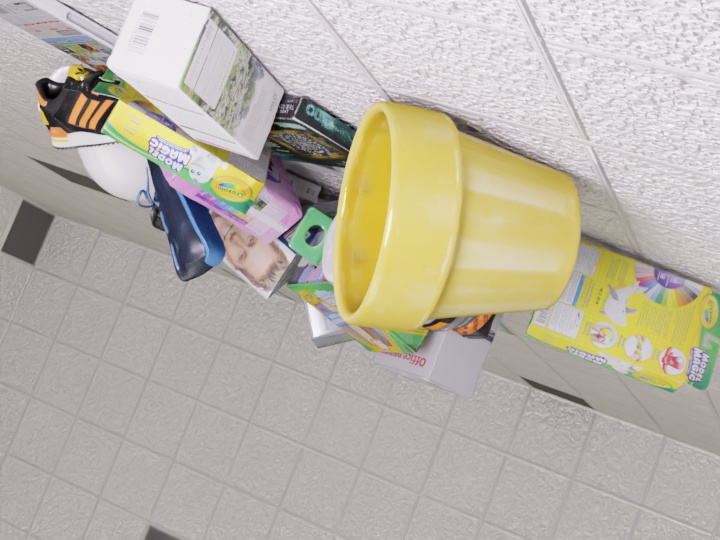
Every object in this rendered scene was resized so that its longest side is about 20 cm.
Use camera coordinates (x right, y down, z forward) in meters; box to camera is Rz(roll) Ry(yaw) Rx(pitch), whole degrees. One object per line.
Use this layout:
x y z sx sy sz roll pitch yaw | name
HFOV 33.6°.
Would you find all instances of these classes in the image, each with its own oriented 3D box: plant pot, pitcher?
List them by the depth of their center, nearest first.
0.088 -0.040 1.081 0.187 0.202 0.201 7 177 -14 | plant pot
-0.295 -0.170 1.539 0.171 0.122 0.200 13 158 26 | pitcher

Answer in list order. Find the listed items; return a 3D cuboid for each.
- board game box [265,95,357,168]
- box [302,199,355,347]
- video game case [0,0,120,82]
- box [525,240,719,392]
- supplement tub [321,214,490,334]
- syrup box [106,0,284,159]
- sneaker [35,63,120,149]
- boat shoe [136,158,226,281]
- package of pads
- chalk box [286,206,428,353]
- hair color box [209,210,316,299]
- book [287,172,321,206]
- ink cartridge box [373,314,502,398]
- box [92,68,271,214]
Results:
-0.075 -0.153 1.308 0.135 0.028 0.199 28 172 -38 | board game box
-0.037 0.007 1.710 0.104 0.185 0.200 -12 173 -2 | box
-0.308 -0.254 1.305 0.199 0.018 0.143 27 171 -37 | video game case
0.293 0.050 1.298 0.199 0.118 0.048 21 162 8 | box
0.064 -0.004 1.416 0.199 0.123 0.122 25 173 -27 | supplement tub
-0.149 -0.180 1.125 0.081 0.079 0.200 19 173 19 | syrup box
-0.303 -0.197 1.376 0.199 0.070 0.090 -4 119 37 | sneaker
-0.229 -0.074 1.430 0.084 0.069 0.201 34 -157 -45 | boat shoe
-0.166 -0.125 1.448 0.200 0.076 0.121 31 -153 -49 | package of pads
0.000 0.000 1.518 0.200 0.125 0.124 39 160 -24 | chalk box
-0.165 -0.067 1.586 0.200 0.061 0.100 40 131 5 | hair color box
-0.163 -0.133 1.682 0.199 0.048 0.134 23 170 -11 | book
0.116 0.056 1.599 0.083 0.201 0.145 26 172 -29 | ink cartridge box
-0.193 -0.144 1.271 0.199 0.048 0.118 32 -160 -13 | box
